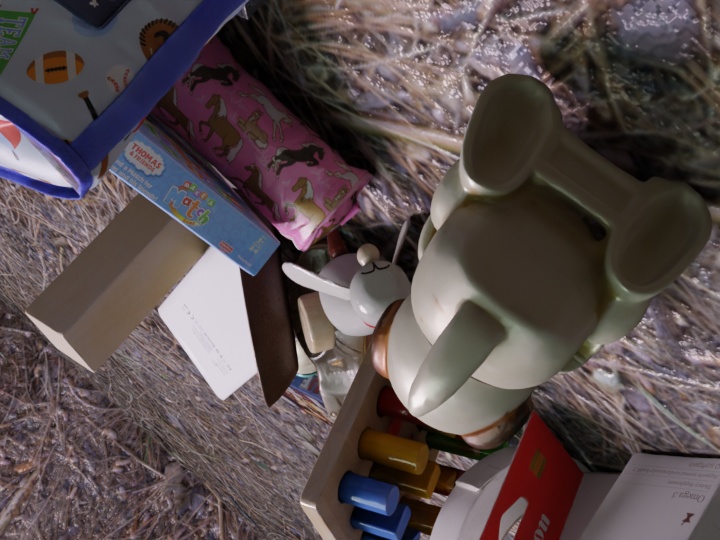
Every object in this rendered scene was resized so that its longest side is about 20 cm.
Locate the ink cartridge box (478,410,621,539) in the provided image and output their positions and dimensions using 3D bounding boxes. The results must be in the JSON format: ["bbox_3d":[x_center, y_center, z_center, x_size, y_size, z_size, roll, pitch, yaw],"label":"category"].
[{"bbox_3d":[0.165,0.247,0.815,0.044,0.201,0.177,-9,129,44],"label":"ink cartridge box"}]

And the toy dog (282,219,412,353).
[{"bbox_3d":[0.000,0.000,0.778,0.199,0.130,0.098,-27,81,60],"label":"toy dog"}]

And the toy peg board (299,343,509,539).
[{"bbox_3d":[0.055,0.176,0.905,0.096,0.201,0.201,9,145,27],"label":"toy peg board"}]

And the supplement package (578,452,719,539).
[{"bbox_3d":[0.219,0.247,0.727,0.117,0.201,0.117,45,157,-13],"label":"supplement package"}]

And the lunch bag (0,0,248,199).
[{"bbox_3d":[-0.163,-0.138,0.574,0.198,0.171,0.124,22,157,42],"label":"lunch bag"}]

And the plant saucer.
[{"bbox_3d":[-0.084,0.022,0.922,0.200,0.036,0.204,171,90,-87],"label":"plant saucer"}]

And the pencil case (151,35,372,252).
[{"bbox_3d":[-0.084,-0.102,0.743,0.200,0.087,0.083,42,140,1],"label":"pencil case"}]

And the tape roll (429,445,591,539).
[{"bbox_3d":[0.142,0.255,0.877,0.203,0.203,0.037,51,157,-24],"label":"tape roll"}]

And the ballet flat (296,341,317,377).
[{"bbox_3d":[-0.113,0.064,1.154,0.198,0.067,0.063,14,127,39],"label":"ballet flat"}]

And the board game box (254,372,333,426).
[{"bbox_3d":[-0.052,0.145,1.191,0.198,0.035,0.136,20,160,43],"label":"board game box"}]

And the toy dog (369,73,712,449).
[{"bbox_3d":[0.081,0.029,0.579,0.138,0.196,0.201,27,151,1],"label":"toy dog"}]

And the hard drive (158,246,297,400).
[{"bbox_3d":[-0.145,0.053,1.107,0.133,0.025,0.200,54,141,3],"label":"hard drive"}]

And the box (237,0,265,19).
[{"bbox_3d":[-0.141,-0.257,0.597,0.199,0.044,0.161,32,156,23],"label":"box"}]

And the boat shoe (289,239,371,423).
[{"bbox_3d":[-0.014,0.056,0.933,0.071,0.068,0.203,-2,121,21],"label":"boat shoe"}]

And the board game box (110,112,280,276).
[{"bbox_3d":[-0.154,-0.089,0.741,0.151,0.037,0.200,40,-176,-40],"label":"board game box"}]

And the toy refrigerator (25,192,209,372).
[{"bbox_3d":[-0.241,0.002,1.046,0.075,0.201,0.070,21,151,39],"label":"toy refrigerator"}]
